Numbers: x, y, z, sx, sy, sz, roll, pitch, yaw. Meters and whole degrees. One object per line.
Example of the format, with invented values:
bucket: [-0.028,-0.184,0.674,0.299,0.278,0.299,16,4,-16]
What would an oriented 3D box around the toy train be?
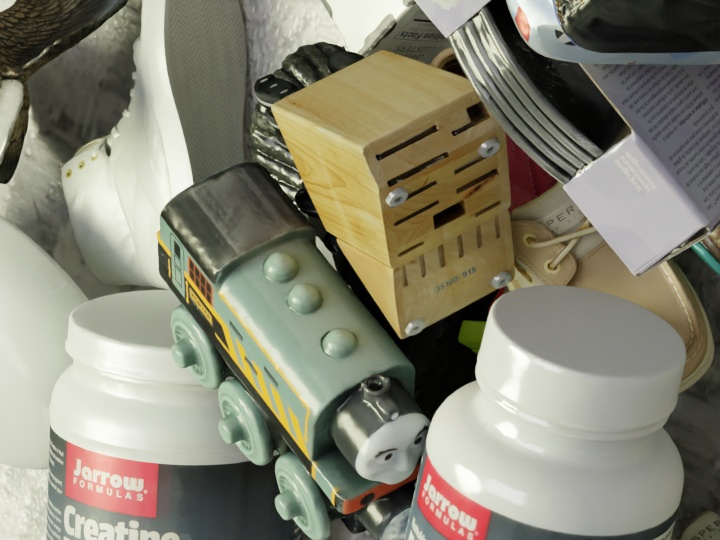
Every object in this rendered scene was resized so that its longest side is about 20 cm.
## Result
toy train: [-0.031,0.041,1.308,0.200,0.085,0.114,52,157,31]

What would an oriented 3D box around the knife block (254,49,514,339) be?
knife block: [0.001,-0.067,1.252,0.176,0.064,0.200,56,169,28]

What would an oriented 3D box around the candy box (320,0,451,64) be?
candy box: [0.039,-0.229,1.371,0.200,0.072,0.168,-44,64,34]

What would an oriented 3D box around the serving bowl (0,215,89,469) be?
serving bowl: [-0.228,0.044,1.559,0.200,0.066,0.200,30,146,22]

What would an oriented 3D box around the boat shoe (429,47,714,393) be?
boat shoe: [0.091,-0.025,1.277,0.074,0.069,0.200,-39,71,-5]

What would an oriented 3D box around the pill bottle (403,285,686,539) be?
pill bottle: [0.082,0.115,1.238,0.120,0.120,0.200,31,121,37]

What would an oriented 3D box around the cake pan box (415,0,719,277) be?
cake pan box: [0.115,-0.112,1.189,0.184,0.200,0.052,49,127,-2]

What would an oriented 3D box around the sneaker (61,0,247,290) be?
sneaker: [-0.124,-0.086,1.525,0.116,0.074,0.200,0,93,39]

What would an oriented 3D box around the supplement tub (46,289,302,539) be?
supplement tub: [-0.099,0.122,1.458,0.140,0.140,0.200,15,109,40]

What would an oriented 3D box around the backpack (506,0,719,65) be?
backpack: [0.136,-0.178,1.091,0.154,0.200,0.191,-25,72,48]

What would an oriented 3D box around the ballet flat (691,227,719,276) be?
ballet flat: [0.138,-0.076,1.308,0.065,0.071,0.200,-46,63,3]

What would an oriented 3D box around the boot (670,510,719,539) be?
boot: [0.211,0.153,1.240,0.155,0.072,0.200,42,119,35]

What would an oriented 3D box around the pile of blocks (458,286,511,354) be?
pile of blocks: [0.077,0.079,1.347,0.062,0.082,0.200,1,93,42]

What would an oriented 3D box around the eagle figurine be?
eagle figurine: [-0.205,-0.122,1.520,0.152,0.200,0.151,0,95,36]

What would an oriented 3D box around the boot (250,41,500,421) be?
boot: [0.002,0.000,1.410,0.158,0.079,0.211,24,100,33]
